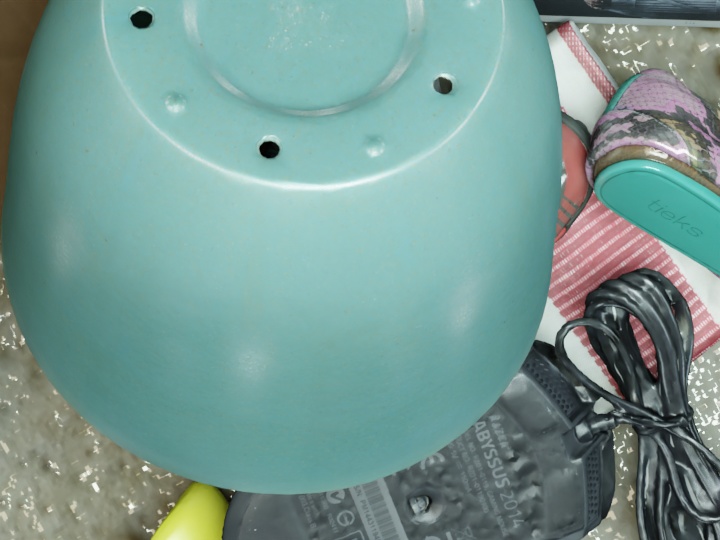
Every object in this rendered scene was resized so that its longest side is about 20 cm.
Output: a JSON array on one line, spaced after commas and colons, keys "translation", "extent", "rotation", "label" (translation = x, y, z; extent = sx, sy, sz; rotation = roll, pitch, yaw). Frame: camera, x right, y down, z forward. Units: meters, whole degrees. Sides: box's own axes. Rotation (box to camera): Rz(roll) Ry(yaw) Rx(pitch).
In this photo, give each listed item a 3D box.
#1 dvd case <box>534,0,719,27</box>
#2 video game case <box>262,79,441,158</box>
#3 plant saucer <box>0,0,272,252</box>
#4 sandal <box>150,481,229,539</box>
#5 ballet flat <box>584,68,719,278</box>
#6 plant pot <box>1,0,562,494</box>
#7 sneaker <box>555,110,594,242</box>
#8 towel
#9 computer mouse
[{"translation": [0.088, -0.133, 0.879], "extent": [0.200, 0.150, 0.025], "rotation": [2, 70, 3], "label": "dvd case"}, {"translation": [-0.070, -0.122, 0.982], "extent": [0.182, 0.024, 0.200], "rotation": [-12, 93, 11], "label": "video game case"}, {"translation": [-0.119, -0.089, 0.923], "extent": [0.200, 0.029, 0.200], "rotation": [-3, 118, -5], "label": "plant saucer"}, {"translation": [-0.079, 0.192, 0.992], "extent": [0.087, 0.079, 0.200], "rotation": [27, 102, 3], "label": "sandal"}, {"translation": [0.171, -0.009, 0.921], "extent": [0.200, 0.071, 0.069], "rotation": [38, 146, -18], "label": "ballet flat"}, {"translation": [-0.022, -0.046, 0.794], "extent": [0.201, 0.161, 0.201], "rotation": [2, 65, -5], "label": "plant pot"}, {"translation": [0.000, 0.000, 0.906], "extent": [0.200, 0.098, 0.071], "rotation": [-26, 97, 9], "label": "sneaker"}, {"translation": [0.043, 0.012, 0.965], "extent": [0.200, 0.023, 0.144], "rotation": [-35, 98, 11], "label": "towel"}, {"translation": [0.042, 0.083, 0.947], "extent": [0.200, 0.053, 0.139], "rotation": [-17, 107, -1], "label": "computer mouse"}]
